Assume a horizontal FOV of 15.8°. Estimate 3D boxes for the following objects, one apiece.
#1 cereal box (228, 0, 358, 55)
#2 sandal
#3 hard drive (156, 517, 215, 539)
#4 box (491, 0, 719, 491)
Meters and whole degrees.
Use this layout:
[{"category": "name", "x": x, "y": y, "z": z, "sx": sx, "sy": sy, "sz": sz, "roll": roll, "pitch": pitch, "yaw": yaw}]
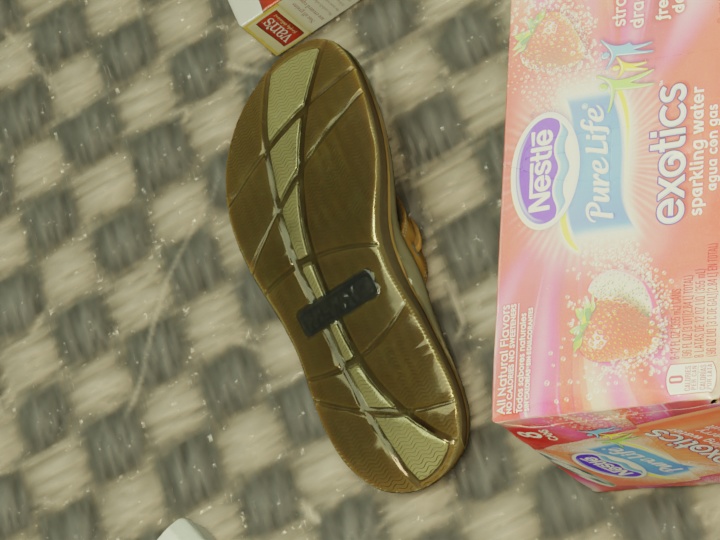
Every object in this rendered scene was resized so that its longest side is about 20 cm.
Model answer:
[{"category": "cereal box", "x": 0.009, "y": -0.209, "z": 1.184, "sx": 0.200, "sy": 0.040, "sz": 0.144, "roll": -33, "pitch": 57, "yaw": 14}, {"category": "sandal", "x": 0.000, "y": 0.000, "z": 1.099, "sx": 0.080, "sy": 0.054, "sz": 0.200, "roll": -27, "pitch": 73, "yaw": 24}, {"category": "hard drive", "x": -0.054, "y": 0.212, "z": 1.051, "sx": 0.132, "sy": 0.026, "sz": 0.200, "roll": -49, "pitch": 55, "yaw": 3}, {"category": "box", "x": 0.116, "y": -0.024, "z": 1.007, "sx": 0.095, "sy": 0.103, "sz": 0.200, "roll": -7, "pitch": 67, "yaw": 27}]
